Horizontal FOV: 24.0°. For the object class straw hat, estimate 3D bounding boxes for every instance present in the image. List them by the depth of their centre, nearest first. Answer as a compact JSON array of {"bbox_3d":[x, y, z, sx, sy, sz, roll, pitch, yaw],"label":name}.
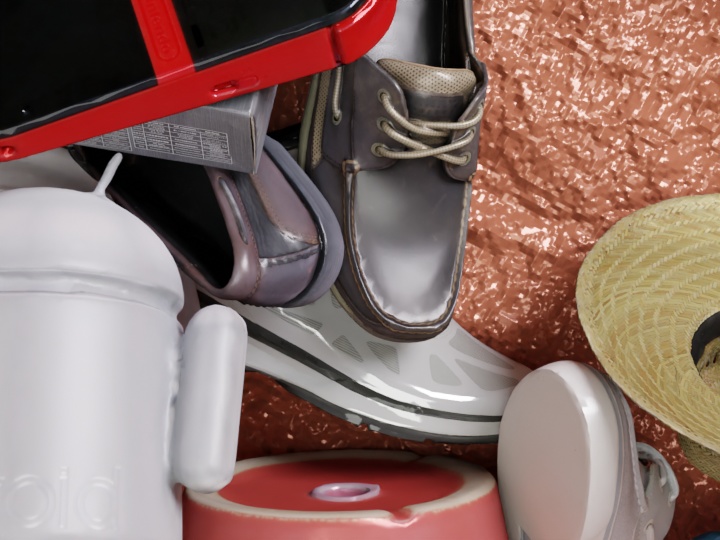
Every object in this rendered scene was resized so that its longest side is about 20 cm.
[{"bbox_3d":[0.185,0.054,0.726,0.200,0.201,0.085,8,129,3],"label":"straw hat"}]

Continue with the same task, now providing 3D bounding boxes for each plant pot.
[{"bbox_3d":[-0.007,0.181,0.762,0.200,0.200,0.178,0,96,5],"label":"plant pot"}]

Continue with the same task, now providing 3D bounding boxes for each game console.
[{"bbox_3d":[-0.092,-0.148,0.675,0.176,0.031,0.201,-19,64,-3],"label":"game console"}]

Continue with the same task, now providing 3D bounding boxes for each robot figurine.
[{"bbox_3d":[-0.125,0.054,0.666,0.169,0.113,0.201,-4,75,10],"label":"robot figurine"}]

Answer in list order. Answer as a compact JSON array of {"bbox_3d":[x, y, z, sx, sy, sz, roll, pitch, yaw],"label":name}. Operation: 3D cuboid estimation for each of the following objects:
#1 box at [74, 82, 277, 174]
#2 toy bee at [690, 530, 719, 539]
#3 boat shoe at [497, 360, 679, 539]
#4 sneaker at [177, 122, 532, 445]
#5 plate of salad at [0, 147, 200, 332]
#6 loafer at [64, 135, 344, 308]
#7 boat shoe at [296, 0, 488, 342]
[{"bbox_3d":[-0.124,-0.133,0.706,0.199,0.048,0.159,10,62,4],"label":"box"},{"bbox_3d":[0.193,0.162,0.740,0.199,0.131,0.109,-27,98,-5],"label":"toy bee"},{"bbox_3d":[0.107,0.109,0.756,0.068,0.072,0.201,-20,132,-17],"label":"boat shoe"},{"bbox_3d":[0.000,0.000,0.764,0.200,0.076,0.116,19,107,2],"label":"sneaker"},{"bbox_3d":[-0.168,0.038,0.754,0.199,0.048,0.201,0,75,1],"label":"plate of salad"},{"bbox_3d":[-0.090,-0.059,0.723,0.200,0.063,0.072,45,119,22],"label":"loafer"},{"bbox_3d":[0.014,-0.070,0.714,0.074,0.073,0.201,-4,86,-18],"label":"boat shoe"}]
